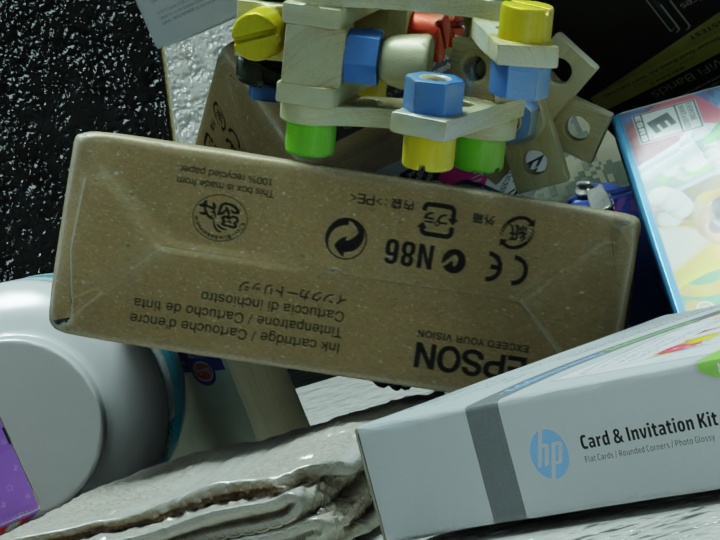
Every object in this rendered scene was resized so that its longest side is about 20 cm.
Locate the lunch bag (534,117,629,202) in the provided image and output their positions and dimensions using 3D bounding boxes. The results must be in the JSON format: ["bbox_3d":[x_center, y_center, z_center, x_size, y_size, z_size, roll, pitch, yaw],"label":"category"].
[{"bbox_3d":[0.177,-0.064,1.542,0.200,0.118,0.164,-16,-23,32],"label":"lunch bag"}]

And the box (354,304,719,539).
[{"bbox_3d":[0.121,0.032,0.876,0.156,0.041,0.200,-17,3,-44],"label":"box"}]

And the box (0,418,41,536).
[{"bbox_3d":[-0.184,0.017,1.074,0.039,0.200,0.137,-21,-9,-24],"label":"box"}]

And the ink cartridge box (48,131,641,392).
[{"bbox_3d":[0.000,0.000,1.100,0.200,0.075,0.165,8,0,6],"label":"ink cartridge box"}]

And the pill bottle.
[{"bbox_3d":[-0.131,0.058,1.223,0.111,0.111,0.200,-16,1,1],"label":"pill bottle"}]

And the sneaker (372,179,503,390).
[{"bbox_3d":[0.028,-0.003,1.272,0.077,0.085,0.200,34,15,26],"label":"sneaker"}]

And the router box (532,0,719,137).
[{"bbox_3d":[0.168,-0.131,1.201,0.200,0.052,0.157,-27,-33,15],"label":"router box"}]

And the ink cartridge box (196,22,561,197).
[{"bbox_3d":[0.009,-0.055,1.351,0.165,0.075,0.200,-26,-20,-22],"label":"ink cartridge box"}]

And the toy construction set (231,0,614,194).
[{"bbox_3d":[0.026,-0.080,1.079,0.131,0.092,0.200,8,1,15],"label":"toy construction set"}]

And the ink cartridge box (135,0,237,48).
[{"bbox_3d":[-0.029,-0.205,1.188,0.200,0.176,0.084,-18,8,45],"label":"ink cartridge box"}]

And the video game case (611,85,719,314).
[{"bbox_3d":[0.204,-0.034,1.103,0.200,0.018,0.143,-15,44,3],"label":"video game case"}]

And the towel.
[{"bbox_3d":[-0.045,0.078,1.023,0.132,0.034,0.200,-15,1,13],"label":"towel"}]

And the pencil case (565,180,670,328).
[{"bbox_3d":[0.159,-0.014,1.218,0.200,0.087,0.078,-15,27,51],"label":"pencil case"}]

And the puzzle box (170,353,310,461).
[{"bbox_3d":[-0.079,0.029,1.344,0.025,0.133,0.200,-22,4,-17],"label":"puzzle box"}]
